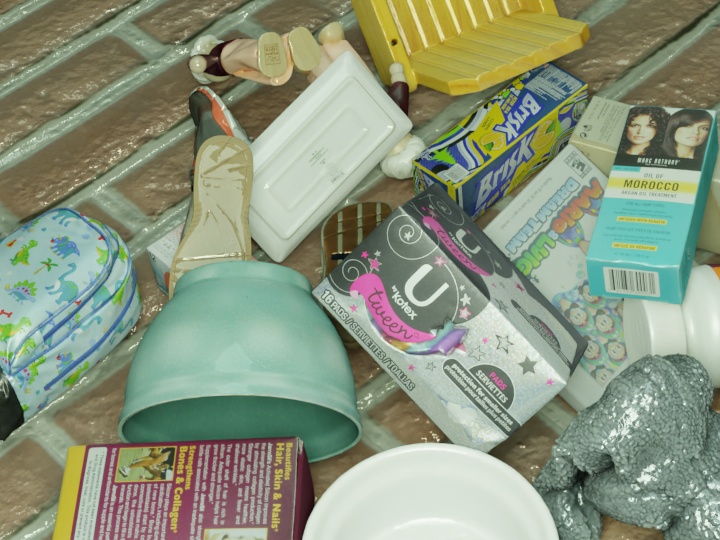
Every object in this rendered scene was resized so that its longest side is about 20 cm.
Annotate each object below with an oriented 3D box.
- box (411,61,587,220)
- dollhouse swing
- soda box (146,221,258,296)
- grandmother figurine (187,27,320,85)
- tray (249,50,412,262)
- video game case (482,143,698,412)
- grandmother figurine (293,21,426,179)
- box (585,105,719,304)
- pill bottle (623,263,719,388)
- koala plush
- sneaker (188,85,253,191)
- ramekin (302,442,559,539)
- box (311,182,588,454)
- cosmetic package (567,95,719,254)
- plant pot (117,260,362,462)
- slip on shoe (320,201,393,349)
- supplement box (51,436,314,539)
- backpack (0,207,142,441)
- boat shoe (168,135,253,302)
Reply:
[{"bbox_3d":[0.144,-0.128,1.484,0.200,0.070,0.064,-38,54,-24],"label":"box"},{"bbox_3d":[0.117,-0.290,1.549,0.200,0.182,0.176,-24,8,-14],"label":"dollhouse swing"},{"bbox_3d":[-0.115,0.030,1.380,0.068,0.064,0.200,-37,55,-24],"label":"soda box"},{"bbox_3d":[-0.128,-0.224,1.542,0.121,0.061,0.200,-5,7,-29],"label":"grandmother figurine"},{"bbox_3d":[-0.044,-0.111,1.438,0.200,0.107,0.022,-46,21,-8],"label":"tray"},{"bbox_3d":[0.200,0.004,1.342,0.182,0.024,0.200,44,62,4],"label":"video game case"},{"bbox_3d":[0.003,-0.167,1.530,0.121,0.061,0.200,-50,58,18],"label":"grandmother figurine"},{"bbox_3d":[0.260,-0.062,1.285,0.082,0.049,0.200,6,49,20],"label":"box"},{"bbox_3d":[0.340,0.045,1.280,0.199,0.110,0.110,-6,49,-4],"label":"pill bottle"},{"bbox_3d":[0.264,0.181,1.151,0.177,0.184,0.200,-33,65,-20],"label":"koala plush"},{"bbox_3d":[-0.153,-0.121,1.510,0.082,0.077,0.200,-36,42,1],"label":"sneaker"},{"bbox_3d":[0.057,0.246,1.151,0.200,0.098,0.201,-3,50,3],"label":"ramekin"},{"bbox_3d":[0.080,0.040,1.231,0.200,0.115,0.132,46,20,3],"label":"box"},{"bbox_3d":[0.305,-0.088,1.411,0.200,0.104,0.073,18,54,22],"label":"cosmetic package"},{"bbox_3d":[-0.098,0.074,1.216,0.200,0.200,0.135,-2,66,4],"label":"plant pot"},{"bbox_3d":[0.000,0.000,1.399,0.076,0.061,0.200,-4,30,4],"label":"slip on shoe"},{"bbox_3d":[-0.142,0.219,1.192,0.199,0.103,0.131,-2,49,5],"label":"supplement box"},{"bbox_3d":[-0.299,0.037,1.357,0.200,0.154,0.163,-26,43,-32],"label":"backpack"},{"bbox_3d":[-0.134,-0.025,1.346,0.072,0.065,0.201,4,69,-1],"label":"boat shoe"}]
